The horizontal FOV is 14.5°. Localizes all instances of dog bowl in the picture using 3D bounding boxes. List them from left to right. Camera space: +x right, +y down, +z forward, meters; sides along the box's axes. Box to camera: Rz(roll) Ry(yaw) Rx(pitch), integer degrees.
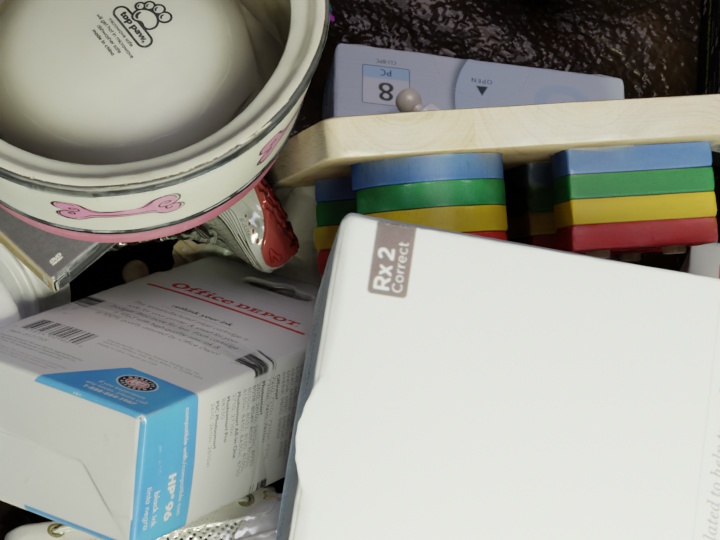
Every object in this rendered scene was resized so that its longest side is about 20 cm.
[{"bbox_3d":[-0.113,-0.101,1.317,0.199,0.074,0.201,0,58,1],"label":"dog bowl"}]

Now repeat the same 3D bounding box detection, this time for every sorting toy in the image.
[{"bbox_3d":[0.066,-0.035,1.348,0.198,0.200,0.070,-4,89,-10],"label":"sorting toy"}]

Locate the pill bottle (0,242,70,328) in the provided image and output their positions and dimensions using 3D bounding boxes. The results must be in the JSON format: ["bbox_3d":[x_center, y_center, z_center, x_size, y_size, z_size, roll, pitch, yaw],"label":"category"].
[{"bbox_3d":[-0.224,0.045,1.314,0.112,0.112,0.200,37,44,12],"label":"pill bottle"}]

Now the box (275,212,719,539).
[{"bbox_3d":[0.066,0.101,1.229,0.199,0.131,0.200,10,74,-2],"label":"box"}]

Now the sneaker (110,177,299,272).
[{"bbox_3d":[-0.109,-0.035,1.407,0.199,0.078,0.082,23,65,41],"label":"sneaker"}]

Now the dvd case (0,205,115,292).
[{"bbox_3d":[-0.157,-0.098,1.367,0.149,0.016,0.200,-40,65,-20],"label":"dvd case"}]

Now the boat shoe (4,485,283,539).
[{"bbox_3d":[-0.071,0.121,1.336,0.199,0.071,0.070,-11,62,-19],"label":"boat shoe"}]

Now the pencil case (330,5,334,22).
[{"bbox_3d":[-0.069,-0.216,1.521,0.085,0.092,0.201,7,70,-56],"label":"pencil case"}]

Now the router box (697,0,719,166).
[{"bbox_3d":[0.270,-0.139,1.601,0.149,0.062,0.201,12,55,-5],"label":"router box"}]

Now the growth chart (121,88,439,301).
[{"bbox_3d":[0.000,0.000,1.435,0.200,0.018,0.145,-35,78,-15],"label":"growth chart"}]

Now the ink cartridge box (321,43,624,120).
[{"bbox_3d":[0.060,-0.021,1.478,0.159,0.047,0.201,7,54,-9],"label":"ink cartridge box"}]

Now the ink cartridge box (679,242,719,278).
[{"bbox_3d":[0.211,0.084,1.399,0.199,0.125,0.129,14,54,-3],"label":"ink cartridge box"}]

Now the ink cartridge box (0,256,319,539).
[{"bbox_3d":[-0.087,0.056,1.322,0.116,0.068,0.200,18,22,30],"label":"ink cartridge box"}]
